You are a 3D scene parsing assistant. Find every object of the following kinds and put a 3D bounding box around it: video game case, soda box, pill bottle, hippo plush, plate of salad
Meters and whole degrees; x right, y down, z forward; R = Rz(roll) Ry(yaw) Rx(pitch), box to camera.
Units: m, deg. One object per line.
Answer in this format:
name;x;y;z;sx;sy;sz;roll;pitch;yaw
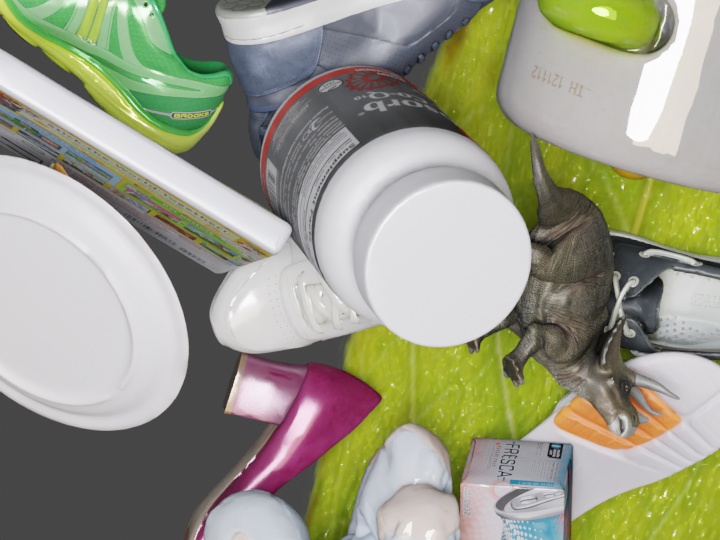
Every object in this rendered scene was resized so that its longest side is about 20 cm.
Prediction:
video game case;-0.145;-0.061;1.540;0.199;0.182;0.023;32;80;-10
soda box;0.097;0.208;1.652;0.068;0.064;0.201;3;115;8
pill bottle;0.020;-0.036;1.470;0.115;0.200;0.117;-6;111;-15
hippo plush;-0.022;0.194;1.614;0.160;0.159;0.201;-4;109;-3
plate of salad;-0.186;0.010;1.586;0.199;0.048;0.201;17;132;20

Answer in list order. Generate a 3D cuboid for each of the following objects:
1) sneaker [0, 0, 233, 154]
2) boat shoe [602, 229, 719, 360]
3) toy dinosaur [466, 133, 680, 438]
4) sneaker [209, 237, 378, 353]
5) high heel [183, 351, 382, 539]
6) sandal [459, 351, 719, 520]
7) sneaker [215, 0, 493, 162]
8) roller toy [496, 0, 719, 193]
sneaker;-0.158;-0.158;1.572;0.200;0.074;0.084;41;100;-21
boat shoe;0.183;0.018;1.639;0.199;0.060;0.076;1;103;-4
toy dinosaur;0.116;0.006;1.561;0.102;0.077;0.201;-19;110;-26
sneaker;0.000;0.000;1.603;0.199;0.100;0.075;-22;106;3
high heel;-0.056;0.154;1.652;0.096;0.067;0.201;16;102;-6
sandal;0.149;0.104;1.662;0.206;0.059;0.079;-31;103;26
sneaker;0.022;-0.120;1.593;0.201;0.077;0.147;-16;113;-8
roller toy;0.180;-0.121;1.544;0.199;0.182;0.141;13;102;-12
